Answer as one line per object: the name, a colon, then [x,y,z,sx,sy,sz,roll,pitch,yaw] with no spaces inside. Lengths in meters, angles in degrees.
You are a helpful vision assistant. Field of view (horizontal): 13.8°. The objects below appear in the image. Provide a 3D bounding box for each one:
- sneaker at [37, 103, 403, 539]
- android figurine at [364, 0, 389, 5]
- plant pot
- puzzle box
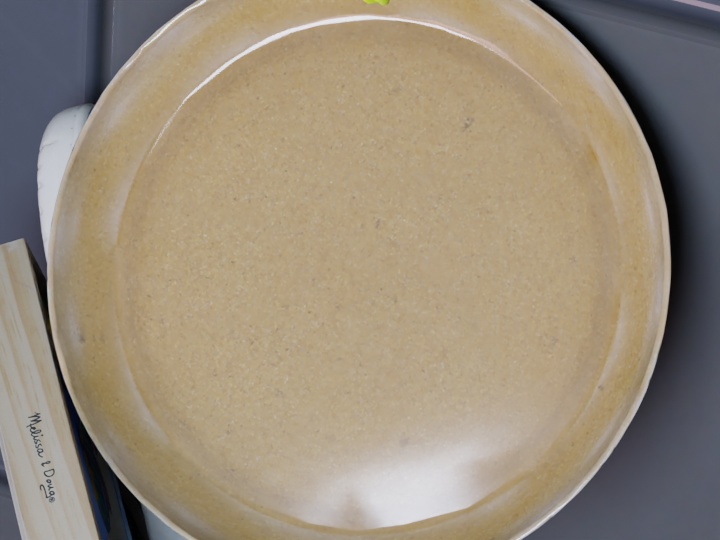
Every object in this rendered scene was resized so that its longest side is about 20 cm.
sneaker: [-0.031,0.028,0.996,0.111,0.077,0.201,-19,86,12]
android figurine: [0.056,-0.156,0.818,0.200,0.041,0.182,-40,127,13]
plant pot: [0.000,0.000,0.940,0.199,0.027,0.201,-1,85,11]
puzzle box: [-0.083,0.104,0.970,0.025,0.201,0.133,-19,141,0]
